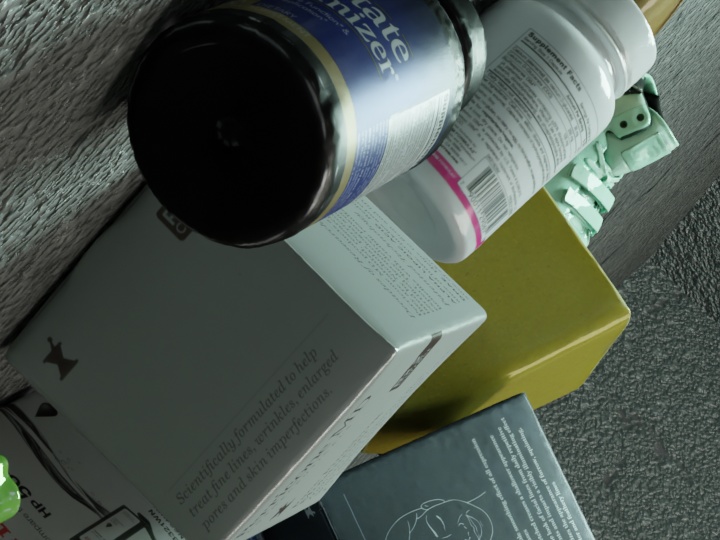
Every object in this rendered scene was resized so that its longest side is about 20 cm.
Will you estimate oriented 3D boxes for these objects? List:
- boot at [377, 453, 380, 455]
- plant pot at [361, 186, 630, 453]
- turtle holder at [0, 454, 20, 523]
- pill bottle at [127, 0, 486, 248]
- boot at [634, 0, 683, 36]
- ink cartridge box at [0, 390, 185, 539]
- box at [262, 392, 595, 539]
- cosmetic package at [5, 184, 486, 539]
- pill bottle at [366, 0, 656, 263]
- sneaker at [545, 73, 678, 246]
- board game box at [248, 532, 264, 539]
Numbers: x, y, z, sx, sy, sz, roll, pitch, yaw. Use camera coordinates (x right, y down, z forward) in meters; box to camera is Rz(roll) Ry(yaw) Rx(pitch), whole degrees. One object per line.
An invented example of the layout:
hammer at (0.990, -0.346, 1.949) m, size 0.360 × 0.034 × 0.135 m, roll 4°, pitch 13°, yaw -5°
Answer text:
boot at (0.068, 0.053, 2.121) m, size 0.064 × 0.187 × 0.200 m, roll -4°, pitch -155°, yaw 45°
plant pot at (0.056, 0.034, 1.919) m, size 0.200 × 0.194 × 0.196 m, roll -30°, pitch 168°, yaw -17°
turtle holder at (-0.246, 0.134, 1.099) m, size 0.141 × 0.132 × 0.185 m, roll -48°, pitch 171°, yaw 17°
pill bottle at (-0.018, -0.089, 1.209) m, size 0.112 × 0.112 × 0.200 m, roll -50°, pitch 171°, yaw 31°
boot at (0.251, -0.237, 1.973) m, size 0.175 × 0.066 × 0.200 m, roll -11°, pitch 146°, yaw -54°
ink cartridge box at (-0.185, 0.157, 1.451) m, size 0.084 × 0.146 × 0.200 m, roll -48°, pitch 171°, yaw 26°
box at (0.051, 0.199, 1.800) m, size 0.200 × 0.149 × 0.107 m, roll -21°, pitch 173°, yaw -33°
cosmetic package at (-0.059, 0.036, 1.413) m, size 0.165 × 0.165 × 0.200 m, roll -49°, pitch 171°, yaw 16°
pill bottle at (0.095, -0.108, 1.648) m, size 0.200 × 0.113 × 0.113 m, roll -42°, pitch 171°, yaw -18°
sneaker at (0.194, -0.075, 2.007) m, size 0.118 × 0.201 × 0.074 m, roll -11°, pitch 148°, yaw 28°
board game box at (-0.195, 0.246, 1.765) m, size 0.200 × 0.062 × 0.200 m, roll -24°, pitch 175°, yaw 42°
